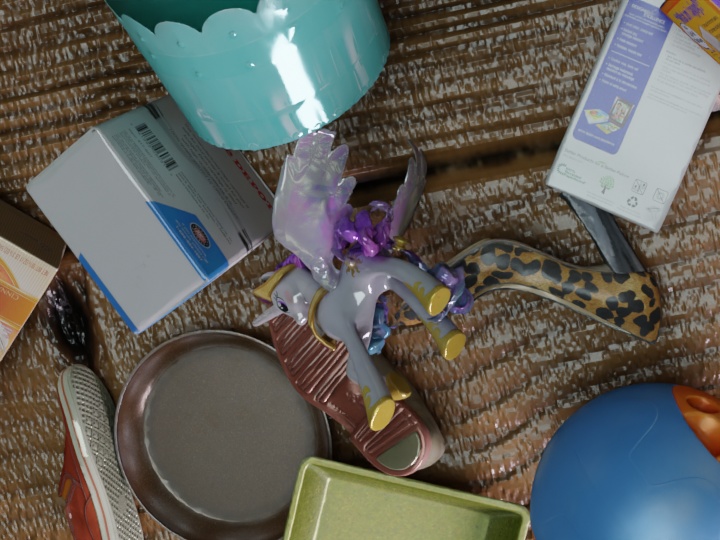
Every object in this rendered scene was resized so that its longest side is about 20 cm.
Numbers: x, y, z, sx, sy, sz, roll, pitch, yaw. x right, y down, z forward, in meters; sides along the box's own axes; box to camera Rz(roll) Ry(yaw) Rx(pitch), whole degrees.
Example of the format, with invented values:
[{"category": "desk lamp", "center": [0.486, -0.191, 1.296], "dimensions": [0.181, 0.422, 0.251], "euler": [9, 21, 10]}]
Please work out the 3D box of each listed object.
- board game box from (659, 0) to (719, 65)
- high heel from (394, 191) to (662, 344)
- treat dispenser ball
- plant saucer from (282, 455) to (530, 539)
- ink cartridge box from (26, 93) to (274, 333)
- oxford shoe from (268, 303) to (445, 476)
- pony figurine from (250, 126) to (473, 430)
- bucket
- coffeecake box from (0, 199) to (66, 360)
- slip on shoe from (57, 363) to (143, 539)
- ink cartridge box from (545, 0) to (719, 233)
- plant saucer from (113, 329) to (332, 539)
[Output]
[{"category": "board game box", "center": [0.355, -0.200, 1.186], "dimensions": [0.200, 0.200, 0.200], "euler": [42, 96, 1]}, {"category": "high heel", "center": [0.138, 0.034, 1.376], "dimensions": [0.199, 0.071, 0.143], "euler": [-31, 88, 9]}, {"category": "treat dispenser ball", "center": [0.231, 0.188, 1.323], "dimensions": [0.199, 0.201, 0.203], "euler": [3, 103, 13]}, {"category": "plant saucer", "center": [0.026, 0.262, 1.457], "dimensions": [0.198, 0.048, 0.202], "euler": [13, 106, -1]}, {"category": "ink cartridge box", "center": [-0.157, -0.053, 1.364], "dimensions": [0.084, 0.200, 0.146], "euler": [-36, 92, 21]}, {"category": "oxford shoe", "center": [-0.005, 0.092, 1.431], "dimensions": [0.071, 0.074, 0.200], "euler": [-43, 70, 17]}, {"category": "pony figurine", "center": [0.000, 0.000, 1.336], "dimensions": [0.200, 0.166, 0.194], "euler": [39, 110, 40]}, {"category": "bucket", "center": [-0.080, -0.201, 1.303], "dimensions": [0.205, 0.208, 0.135], "euler": [-14, 132, 16]}, {"category": "coffeecake box", "center": [-0.373, 0.025, 1.480], "dimensions": [0.153, 0.073, 0.201], "euler": [31, 109, -14]}, {"category": "slip on shoe", "center": [-0.243, 0.182, 1.508], "dimensions": [0.061, 0.074, 0.202], "euler": [-5, 106, 18]}, {"category": "ink cartridge box", "center": [0.227, -0.140, 1.324], "dimensions": [0.099, 0.039, 0.201], "euler": [24, 97, 6]}, {"category": "plant saucer", "center": [-0.118, 0.146, 1.488], "dimensions": [0.198, 0.032, 0.202], "euler": [3, 104, 13]}]
